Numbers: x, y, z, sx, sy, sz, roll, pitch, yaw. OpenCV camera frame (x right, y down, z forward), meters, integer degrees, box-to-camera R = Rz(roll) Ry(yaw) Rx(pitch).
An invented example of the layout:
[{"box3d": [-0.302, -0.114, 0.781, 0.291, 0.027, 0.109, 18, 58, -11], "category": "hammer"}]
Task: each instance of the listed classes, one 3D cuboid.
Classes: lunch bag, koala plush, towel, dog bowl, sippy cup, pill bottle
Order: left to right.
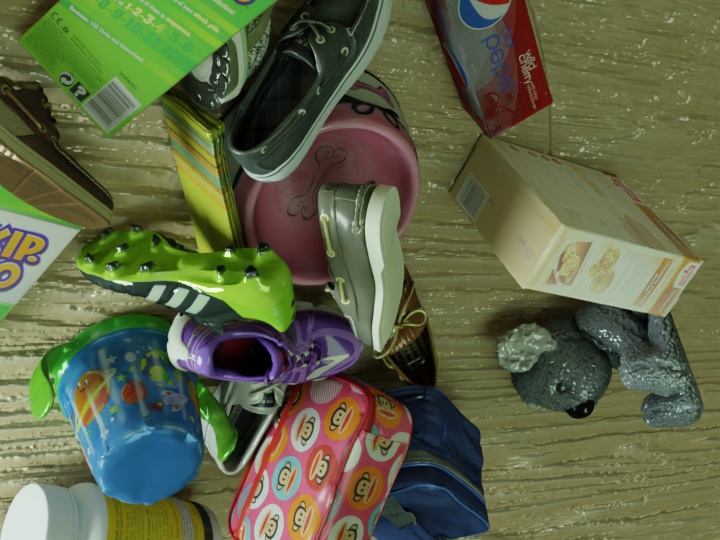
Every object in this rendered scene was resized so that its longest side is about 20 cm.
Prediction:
[{"box3d": [-0.247, 0.276, 1.055, 0.199, 0.115, 0.115, 22, 113, -39], "category": "pill bottle"}, {"box3d": [-0.200, 0.132, 0.950, 0.175, 0.131, 0.141, -13, 130, -17], "category": "sippy cup"}, {"box3d": [-0.123, -0.053, 0.882, 0.018, 0.086, 0.202, -28, 136, -23], "category": "towel"}, {"box3d": [-0.049, 0.197, 1.052, 0.081, 0.175, 0.202, 26, 84, -37], "category": "lunch bag"}, {"box3d": [-0.035, -0.074, 0.921, 0.197, 0.074, 0.202, -16, 132, -18], "category": "dog bowl"}, {"box3d": [0.056, 0.227, 1.136, 0.134, 0.134, 0.200, -16, 145, 23], "category": "lunch bag"}, {"box3d": [0.256, 0.094, 1.182, 0.198, 0.186, 0.177, -20, 149, 16], "category": "koala plush"}]

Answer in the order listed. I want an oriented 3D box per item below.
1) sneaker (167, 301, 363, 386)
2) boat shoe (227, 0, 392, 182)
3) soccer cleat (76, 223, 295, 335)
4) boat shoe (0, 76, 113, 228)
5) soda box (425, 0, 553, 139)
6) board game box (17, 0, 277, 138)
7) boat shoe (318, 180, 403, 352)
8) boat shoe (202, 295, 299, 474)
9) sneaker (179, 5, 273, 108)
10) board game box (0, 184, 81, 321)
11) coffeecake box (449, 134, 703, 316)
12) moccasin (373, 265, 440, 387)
[{"box3d": [-0.075, 0.079, 0.953, 0.198, 0.083, 0.082, 0, 107, -36], "category": "sneaker"}, {"box3d": [-0.038, -0.162, 0.815, 0.202, 0.068, 0.057, -62, 159, -1], "category": "boat shoe"}, {"box3d": [-0.145, 0.013, 0.868, 0.197, 0.068, 0.082, 8, 135, 22], "category": "soccer cleat"}, {"box3d": [-0.251, -0.109, 0.771, 0.200, 0.072, 0.073, 41, 62, -30], "category": "boat shoe"}, {"box3d": [0.101, -0.213, 0.891, 0.069, 0.064, 0.201, -30, 135, -3], "category": "soda box"}, {"box3d": [-0.141, -0.186, 0.742, 0.199, 0.030, 0.096, -32, 112, 26], "category": "board game box"}, {"box3d": [0.001, -0.002, 0.906, 0.059, 0.073, 0.203, 12, 145, 12], "category": "boat shoe"}, {"box3d": [-0.099, 0.114, 1.041, 0.073, 0.066, 0.202, 3, 124, -30], "category": "boat shoe"}, {"box3d": [-0.090, -0.227, 0.790, 0.088, 0.076, 0.202, -32, 143, -48], "category": "sneaker"}, {"box3d": [-0.311, -0.005, 0.847, 0.200, 0.030, 0.095, -48, 133, 9], "category": "board game box"}, {"box3d": [0.209, -0.042, 1.025, 0.198, 0.154, 0.074, 11, 121, -34], "category": "coffeecake box"}, {"box3d": [0.034, 0.054, 1.051, 0.073, 0.078, 0.203, -28, 137, -8], "category": "moccasin"}]
